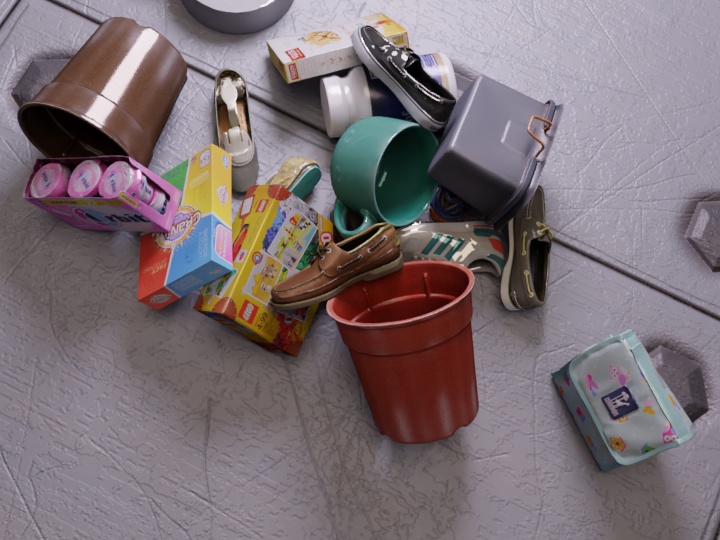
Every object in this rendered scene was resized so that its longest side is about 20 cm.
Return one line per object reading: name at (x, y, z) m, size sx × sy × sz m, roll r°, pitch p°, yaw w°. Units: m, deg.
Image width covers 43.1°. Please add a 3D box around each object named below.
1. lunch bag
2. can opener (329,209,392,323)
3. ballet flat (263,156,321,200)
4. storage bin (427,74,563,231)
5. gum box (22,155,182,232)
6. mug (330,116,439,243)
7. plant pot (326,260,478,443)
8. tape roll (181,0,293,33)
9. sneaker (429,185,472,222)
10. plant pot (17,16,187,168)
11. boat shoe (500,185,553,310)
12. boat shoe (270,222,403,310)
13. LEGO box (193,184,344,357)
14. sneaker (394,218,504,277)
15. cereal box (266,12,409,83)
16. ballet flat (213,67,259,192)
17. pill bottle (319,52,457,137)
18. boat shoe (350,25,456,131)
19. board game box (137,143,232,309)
lunch bag at (0.365, 0.178, 1.261) m, size 0.122 × 0.200 × 0.171 m, roll -23°, pitch 77°, yaw -11°
can opener at (0.000, 0.000, 1.373) m, size 0.053 × 0.067 × 0.200 m, roll -15°, pitch 62°, yaw -4°
ballet flat at (-0.140, -0.097, 1.386) m, size 0.071 × 0.071 × 0.200 m, roll 37°, pitch 75°, yaw 7°
storage bin at (0.193, -0.184, 1.316) m, size 0.134 × 0.146 × 0.200 m, roll 28°, pitch 60°, yaw -8°
gum box at (-0.362, -0.107, 1.296) m, size 0.200 × 0.113 × 0.066 m, roll 3°, pitch 71°, yaw 31°
mug at (0.018, -0.143, 1.338) m, size 0.114 × 0.152 × 0.185 m, roll 20°, pitch 39°, yaw 39°
plant pot at (0.072, 0.115, 1.244) m, size 0.200 × 0.201 × 0.196 m, roll -16°, pitch 111°, yaw -9°
tape roll at (-0.203, -0.492, 1.496) m, size 0.200 × 0.066 × 0.201 m, roll 1°, pitch 73°, yaw -4°
sneaker at (0.184, -0.157, 1.414) m, size 0.075 × 0.078 × 0.200 m, roll 32°, pitch 74°, yaw 5°
plant pot at (-0.365, -0.252, 1.355) m, size 0.200 × 0.200 × 0.198 m, roll 24°, pitch 65°, yaw 3°
boat shoe at (0.260, -0.038, 1.379) m, size 0.060 × 0.072 × 0.202 m, roll -3°, pitch 72°, yaw 42°
boat shoe at (-0.038, -0.010, 1.259) m, size 0.200 × 0.072 × 0.068 m, roll -24°, pitch 116°, yaw -20°
LEGO box at (-0.125, 0.000, 1.304) m, size 0.149 × 0.077 × 0.200 m, roll 35°, pitch 69°, yaw -38°
sneaker at (0.122, -0.020, 1.371) m, size 0.199 × 0.070 × 0.094 m, roll -5°, pitch 68°, yaw -8°
cereal box at (-0.038, -0.353, 1.435) m, size 0.200 × 0.040 × 0.144 m, roll -16°, pitch 31°, yaw -10°
ballet flat at (-0.198, -0.220, 1.414) m, size 0.067 × 0.064 × 0.200 m, roll -7°, pitch 74°, yaw -6°
pill bottle at (0.042, -0.268, 1.419) m, size 0.200 × 0.116 × 0.116 m, roll -10°, pitch 74°, yaw -6°
boat shoe at (0.065, -0.290, 1.322) m, size 0.200 × 0.057 × 0.069 m, roll 51°, pitch 36°, yaw 14°
board game box at (-0.250, -0.063, 1.305) m, size 0.153 × 0.040 × 0.200 m, roll -26°, pitch 53°, yaw 29°
